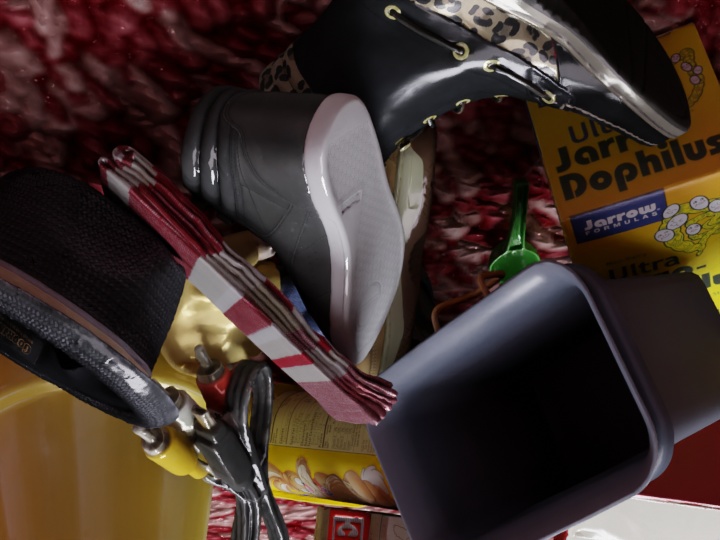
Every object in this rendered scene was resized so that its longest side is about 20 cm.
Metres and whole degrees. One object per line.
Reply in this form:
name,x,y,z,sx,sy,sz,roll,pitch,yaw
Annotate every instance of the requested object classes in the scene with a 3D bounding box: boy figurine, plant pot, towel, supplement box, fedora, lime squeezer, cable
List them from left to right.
fedora,-0.169,0.003,0.681,0.199,0.092,0.201,28,161,10
plant pot,-0.183,0.151,0.854,0.198,0.190,0.202,-8,145,-5
boy figurine,-0.092,0.025,0.802,0.198,0.065,0.125,3,126,-16
cable,-0.085,0.131,0.815,0.050,0.097,0.201,19,145,31
towel,-0.068,0.013,0.685,0.023,0.200,0.144,-47,-176,-12
lime squeezer,0.115,0.023,0.835,0.037,0.071,0.202,-13,113,-17
supplement box,0.179,-0.034,0.755,0.108,0.110,0.200,-17,144,10

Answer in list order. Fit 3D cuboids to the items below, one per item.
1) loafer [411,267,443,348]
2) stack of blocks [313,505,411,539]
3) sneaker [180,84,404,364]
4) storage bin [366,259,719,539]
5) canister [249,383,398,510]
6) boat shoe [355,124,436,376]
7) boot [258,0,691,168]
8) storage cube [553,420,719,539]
loafer,0.043,0.069,0.905,0.071,0.063,0.200,-16,145,9
stack of blocks,0.030,0.197,0.826,0.114,0.059,0.200,7,169,-6
sneaker,-0.037,-0.028,0.660,0.098,0.071,0.201,18,147,23
storage bin,0.115,0.069,0.698,0.133,0.147,0.200,-9,159,-41
canister,0.015,0.134,0.893,0.148,0.088,0.199,16,167,-36
boat shoe,0.000,0.000,0.753,0.075,0.072,0.202,6,108,0
boot,0.060,-0.101,0.651,0.203,0.074,0.154,30,133,-23
storage cube,0.237,0.125,0.895,0.198,0.181,0.172,7,147,7
